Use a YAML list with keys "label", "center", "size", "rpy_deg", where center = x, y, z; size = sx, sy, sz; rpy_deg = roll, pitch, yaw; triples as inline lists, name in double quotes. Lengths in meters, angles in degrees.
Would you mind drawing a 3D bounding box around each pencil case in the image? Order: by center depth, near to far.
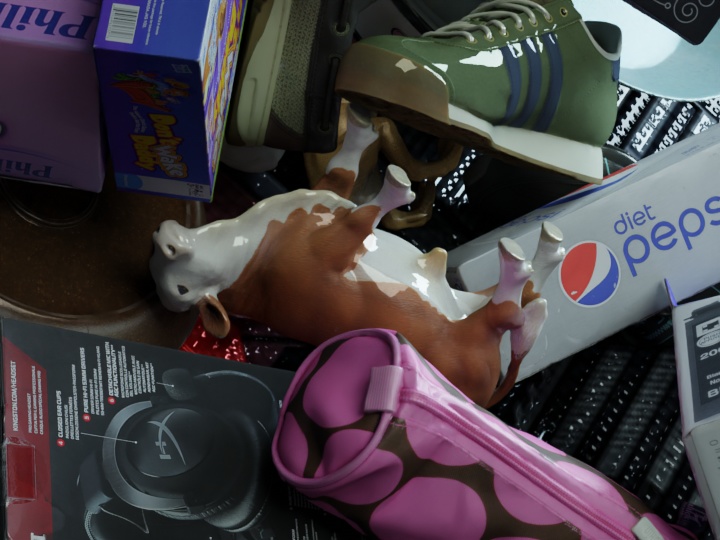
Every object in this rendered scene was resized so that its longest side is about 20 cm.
- label: "pencil case"
  center: [0.061, 0.101, 1.046]
  size: [0.200, 0.094, 0.091]
  rpy_deg: [32, 71, -23]

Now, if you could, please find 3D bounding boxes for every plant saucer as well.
- label: "plant saucer"
  center: [-0.152, -0.036, 1.122]
  size: [0.200, 0.034, 0.201]
  rpy_deg: [18, 54, -26]
- label: "plant saucer"
  center: [0.134, -0.170, 1.306]
  size: [0.201, 0.039, 0.201]
  rpy_deg: [19, 52, -25]

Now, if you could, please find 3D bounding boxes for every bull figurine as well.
- label: "bull figurine"
  center: [0.000, 0.000, 1.115]
  size: [0.200, 0.121, 0.065]
  rpy_deg: [28, 29, -26]

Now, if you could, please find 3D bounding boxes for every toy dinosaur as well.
- label: "toy dinosaur"
  center: [-0.005, -0.047, 1.223]
  size: [0.106, 0.060, 0.200]
  rpy_deg: [11, 65, -23]

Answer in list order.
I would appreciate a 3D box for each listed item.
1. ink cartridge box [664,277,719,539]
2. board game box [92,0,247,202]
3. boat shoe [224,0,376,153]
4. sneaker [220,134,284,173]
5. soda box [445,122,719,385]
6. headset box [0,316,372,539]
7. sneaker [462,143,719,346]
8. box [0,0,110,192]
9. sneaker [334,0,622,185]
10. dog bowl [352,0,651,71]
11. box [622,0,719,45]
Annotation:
- label: "ink cartridge box"
  center: [0.193, 0.116, 1.125]
  size: [0.200, 0.043, 0.198]
  rpy_deg: [-78, 148, -70]
- label: "board game box"
  center: [-0.073, -0.150, 1.049]
  size: [0.045, 0.135, 0.200]
  rpy_deg: [8, 67, 2]
- label: "boat shoe"
  center: [-0.014, -0.145, 1.119]
  size: [0.066, 0.201, 0.072]
  rpy_deg: [11, 27, -12]
- label: "sneaker"
  center: [-0.072, -0.148, 1.199]
  size: [0.075, 0.100, 0.200]
  rpy_deg: [-3, 70, -46]
- label: "soda box"
  center: [0.136, -0.013, 1.224]
  size: [0.200, 0.063, 0.068]
  rpy_deg: [-26, 98, -15]
- label: "headset box"
  center: [-0.096, 0.112, 1.035]
  size: [0.200, 0.077, 0.149]
  rpy_deg: [11, 56, -29]
- label: "sneaker"
  center: [0.144, -0.010, 1.286]
  size: [0.200, 0.075, 0.079]
  rpy_deg: [21, 54, -23]
- label: "box"
  center: [-0.184, -0.152, 1.084]
  size: [0.176, 0.097, 0.200]
  rpy_deg: [9, 53, 1]
- label: "sneaker"
  center: [0.064, -0.104, 1.152]
  size: [0.200, 0.067, 0.090]
  rpy_deg: [16, 90, -52]
- label: "dog bowl"
  center: [0.061, -0.165, 1.328]
  size: [0.200, 0.074, 0.200]
  rpy_deg: [19, 52, -26]
- label: "box"
  center: [0.104, -0.218, 1.181]
  size: [0.200, 0.115, 0.132]
  rpy_deg: [32, 10, -15]
